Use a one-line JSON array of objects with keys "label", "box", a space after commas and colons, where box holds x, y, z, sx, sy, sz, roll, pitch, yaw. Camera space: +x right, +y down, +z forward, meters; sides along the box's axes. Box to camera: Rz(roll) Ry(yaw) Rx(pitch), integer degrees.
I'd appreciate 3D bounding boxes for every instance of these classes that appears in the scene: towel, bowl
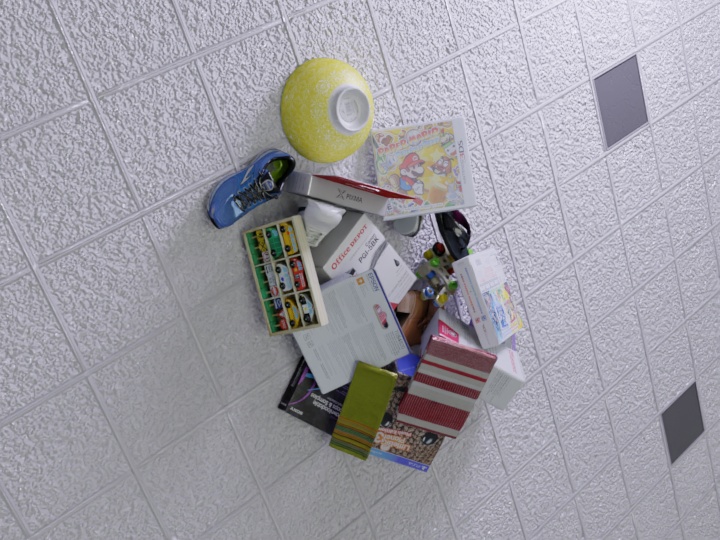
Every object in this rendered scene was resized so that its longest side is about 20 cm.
[{"label": "towel", "box": [0.163, 0.228, 1.564, 0.141, 0.023, 0.203, 18, 113, -12]}, {"label": "towel", "box": [0.004, 0.278, 1.586, 0.084, 0.018, 0.204, 18, 112, -2]}, {"label": "bowl", "box": [-0.042, -0.305, 1.529, 0.197, 0.107, 0.205, -6, 100, -35]}]

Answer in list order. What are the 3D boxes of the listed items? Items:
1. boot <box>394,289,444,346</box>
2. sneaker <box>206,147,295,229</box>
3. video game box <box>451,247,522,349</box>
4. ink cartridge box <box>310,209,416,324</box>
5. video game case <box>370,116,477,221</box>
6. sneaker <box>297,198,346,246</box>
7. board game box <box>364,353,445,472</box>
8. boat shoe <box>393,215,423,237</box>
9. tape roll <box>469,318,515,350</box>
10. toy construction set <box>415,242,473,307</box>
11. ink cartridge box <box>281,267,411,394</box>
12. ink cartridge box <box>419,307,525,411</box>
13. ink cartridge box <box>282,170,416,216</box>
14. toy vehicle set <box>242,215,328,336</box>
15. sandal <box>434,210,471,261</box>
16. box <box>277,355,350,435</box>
[{"label": "boot", "box": [0.108, 0.144, 1.737, 0.153, 0.076, 0.205, 12, 83, -40]}, {"label": "sneaker", "box": [-0.195, -0.152, 1.454, 0.200, 0.088, 0.079, -47, 119, -21]}, {"label": "video game box", "box": [0.267, 0.054, 1.672, 0.199, 0.046, 0.186, -14, 81, -64]}, {"label": "ink cartridge box", "box": [0.000, 0.000, 1.621, 0.148, 0.082, 0.200, -52, 123, -16]}, {"label": "video game case", "box": [0.128, -0.207, 1.635, 0.195, 0.023, 0.187, -9, 87, -3]}, {"label": "sneaker", "box": [-0.081, -0.083, 1.483, 0.075, 0.200, 0.082, 21, 85, -11]}, {"label": "board game box", "box": [0.101, 0.286, 1.654, 0.156, 0.097, 0.203, 19, 113, -12]}, {"label": "boat shoe", "box": [0.101, -0.172, 1.685, 0.063, 0.069, 0.205, 12, 81, -68]}, {"label": "tape roll", "box": [0.297, 0.184, 1.818, 0.199, 0.064, 0.205, 1, 90, -66]}, {"label": "toy construction set", "box": [0.198, 0.003, 1.751, 0.198, 0.092, 0.133, -11, 71, -50]}, {"label": "ink cartridge box", "box": [-0.026, 0.112, 1.555, 0.196, 0.041, 0.203, -23, 110, 3]}, {"label": "ink cartridge box", "box": [0.224, 0.180, 1.638, 0.197, 0.146, 0.084, 30, 108, -4]}, {"label": "ink cartridge box", "box": [-0.022, -0.142, 1.520, 0.197, 0.175, 0.046, 11, 92, -39]}, {"label": "toy vehicle set", "box": [-0.138, 0.012, 1.474, 0.026, 0.122, 0.205, -19, 94, -58]}, {"label": "sandal", "box": [0.194, -0.104, 1.690, 0.075, 0.047, 0.204, -37, 107, -54]}, {"label": "box", "box": [-0.066, 0.218, 1.637, 0.142, 0.036, 0.203, 32, 80, -34]}]
